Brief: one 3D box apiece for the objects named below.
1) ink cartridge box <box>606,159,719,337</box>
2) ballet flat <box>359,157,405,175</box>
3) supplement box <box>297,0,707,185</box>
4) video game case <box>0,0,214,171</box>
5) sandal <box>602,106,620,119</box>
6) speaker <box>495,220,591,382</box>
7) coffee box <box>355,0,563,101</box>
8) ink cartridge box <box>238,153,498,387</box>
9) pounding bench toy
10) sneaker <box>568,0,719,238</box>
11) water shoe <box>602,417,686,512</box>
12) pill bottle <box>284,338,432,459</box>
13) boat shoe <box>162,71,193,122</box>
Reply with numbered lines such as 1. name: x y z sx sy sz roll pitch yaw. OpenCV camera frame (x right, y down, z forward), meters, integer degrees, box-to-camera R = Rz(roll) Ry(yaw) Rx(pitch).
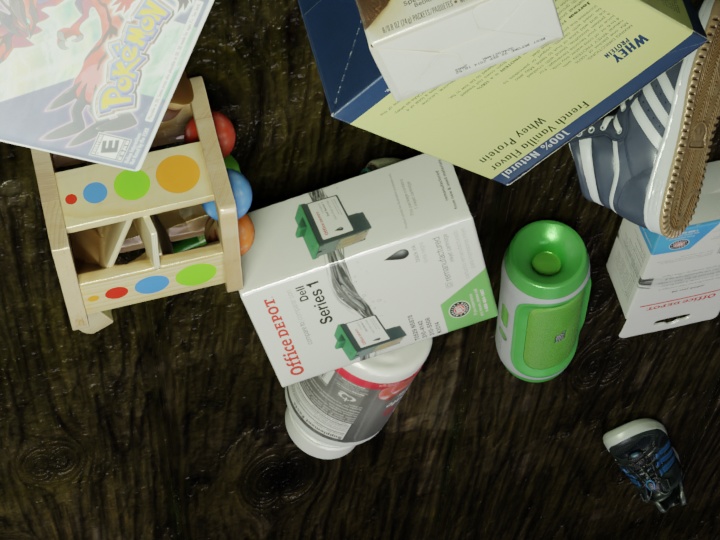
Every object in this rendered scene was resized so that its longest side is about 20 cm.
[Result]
1. ink cartridge box: 0.309 -0.019 1.744 0.115 0.068 0.201 -11 150 -12
2. ballet flat: 0.013 -0.027 1.582 0.062 0.068 0.201 -13 153 -27
3. supplement box: 0.096 -0.188 1.266 0.199 0.135 0.199 -36 146 32
4. video game case: -0.187 -0.170 1.173 0.181 0.023 0.201 11 117 -35
5. sandal: 0.151 -0.139 1.470 0.198 0.048 0.075 -2 149 -27
6. speaker: 0.176 0.033 1.751 0.087 0.089 0.201 -13 151 -6
7. coffee box: 0.038 -0.222 1.106 0.112 0.202 0.080 -21 155 7
8. ink cartridge box: 0.000 0.000 1.487 0.198 0.085 0.147 -19 142 2
9. pounding bench toy: -0.163 -0.035 1.410 0.154 0.125 0.201 -13 151 -8
10. sneaker: 0.238 -0.137 1.471 0.070 0.108 0.202 5 103 -49
11. water shoe: 0.361 0.242 2.220 0.071 0.080 0.200 -26 150 18
12. pill bottle: -0.010 0.101 1.745 0.109 0.112 0.201 -4 149 -22
13. boat shoe: -0.208 -0.146 1.249 0.199 0.071 0.070 24 126 -39
